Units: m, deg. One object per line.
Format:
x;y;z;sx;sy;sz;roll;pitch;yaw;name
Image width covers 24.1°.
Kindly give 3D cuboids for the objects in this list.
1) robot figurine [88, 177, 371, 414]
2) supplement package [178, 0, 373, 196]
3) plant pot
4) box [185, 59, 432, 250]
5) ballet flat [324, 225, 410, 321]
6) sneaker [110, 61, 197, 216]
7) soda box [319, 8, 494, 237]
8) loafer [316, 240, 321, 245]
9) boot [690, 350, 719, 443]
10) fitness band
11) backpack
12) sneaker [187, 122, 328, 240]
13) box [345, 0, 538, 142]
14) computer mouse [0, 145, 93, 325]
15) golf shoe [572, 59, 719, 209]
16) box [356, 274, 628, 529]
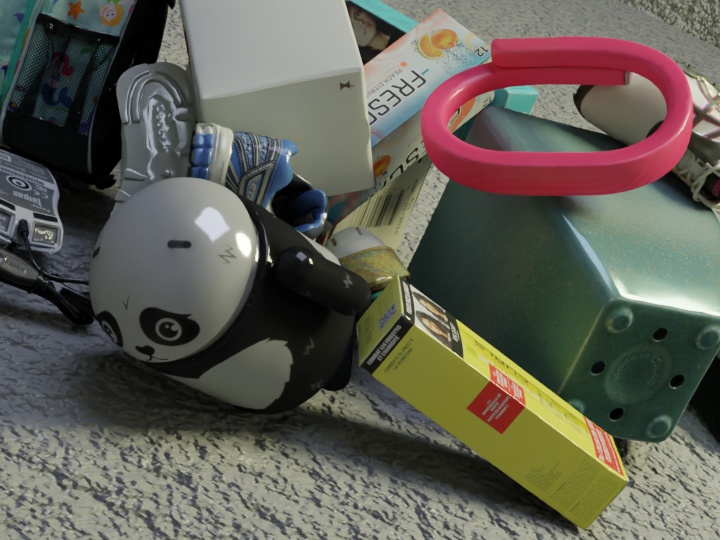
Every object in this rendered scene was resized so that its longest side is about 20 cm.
-0.083;0.021;1.083;0.200;0.150;0.125;32;16;-49;robot figurine
-0.068;-0.160;1.261;0.119;0.122;0.201;-11;48;-5;supplement package
0.170;0.022;1.289;0.195;0.197;0.200;11;28;-27;plant pot
-0.056;-0.103;1.477;0.200;0.109;0.128;33;22;28;box
0.000;0.000;1.250;0.070;0.071;0.200;24;-3;6;ballet flat
-0.145;-0.053;1.250;0.076;0.081;0.201;2;63;-5;sneaker
0.017;-0.119;1.342;0.200;0.064;0.068;-39;63;-20;soda box
-0.103;-0.036;1.335;0.200;0.073;0.071;38;17;23;loafer
0.356;0.089;1.451;0.167;0.077;0.200;9;31;-23;boot
0.143;-0.113;1.240;0.199;0.038;0.144;0;48;12;fitness band
-0.226;-0.183;1.335;0.150;0.201;0.178;23;-2;-5;backpack
-0.063;-0.024;1.185;0.085;0.200;0.077;0;57;8;sneaker
0.052;-0.161;1.460;0.200;0.083;0.049;34;23;30;box
-0.246;-0.029;1.199;0.109;0.044;0.200;20;20;-23;computer mouse
0.259;-0.100;1.301;0.199;0.077;0.088;18;45;-5;golf shoe
0.088;0.089;1.142;0.200;0.050;0.075;38;15;-13;box
